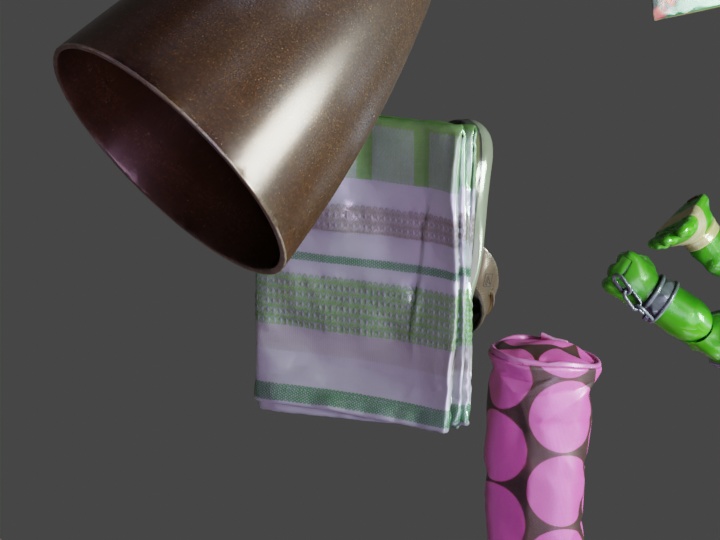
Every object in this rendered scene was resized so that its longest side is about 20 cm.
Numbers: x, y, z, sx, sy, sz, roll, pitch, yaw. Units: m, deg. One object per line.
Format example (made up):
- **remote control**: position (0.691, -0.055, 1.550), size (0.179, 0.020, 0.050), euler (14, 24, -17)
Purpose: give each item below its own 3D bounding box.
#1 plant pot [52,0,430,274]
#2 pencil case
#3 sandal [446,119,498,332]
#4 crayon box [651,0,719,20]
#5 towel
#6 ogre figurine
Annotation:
- **plant pot**: position (-0.050, -0.134, 1.543), size (0.200, 0.187, 0.187), euler (-47, 117, -17)
- **pencil case**: position (0.121, 0.141, 1.730), size (0.090, 0.094, 0.202), euler (11, 109, 24)
- **sandal**: position (0.065, 0.003, 1.672), size (0.057, 0.080, 0.203), euler (4, 106, -35)
- **crayon box**: position (0.247, -0.266, 1.663), size (0.126, 0.051, 0.202), euler (-14, 112, -16)
- **towel**: position (0.000, 0.000, 1.625), size (0.148, 0.031, 0.202), euler (6, 106, 17)
- **ogre figurine**: position (0.276, -0.012, 1.736), size (0.200, 0.098, 0.120), euler (-40, 98, -21)
